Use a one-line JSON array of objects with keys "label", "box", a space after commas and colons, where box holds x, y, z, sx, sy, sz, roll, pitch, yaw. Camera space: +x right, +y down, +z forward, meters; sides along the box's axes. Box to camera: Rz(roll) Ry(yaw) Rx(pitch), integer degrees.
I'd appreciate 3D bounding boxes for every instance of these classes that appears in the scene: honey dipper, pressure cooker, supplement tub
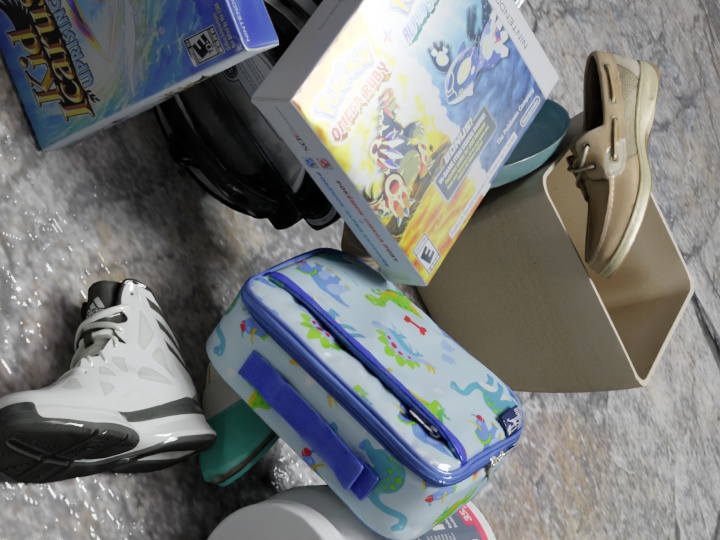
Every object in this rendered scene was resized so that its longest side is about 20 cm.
[{"label": "honey dipper", "box": [0.000, 0.000, 1.193, 0.200, 0.038, 0.038, 102, -20, -71]}, {"label": "pressure cooker", "box": [-0.055, -0.134, 1.124, 0.200, 0.175, 0.180, -36, 141, -37]}, {"label": "supplement tub", "box": [-0.004, 0.214, 1.056, 0.199, 0.139, 0.142, 7, 67, -56]}]

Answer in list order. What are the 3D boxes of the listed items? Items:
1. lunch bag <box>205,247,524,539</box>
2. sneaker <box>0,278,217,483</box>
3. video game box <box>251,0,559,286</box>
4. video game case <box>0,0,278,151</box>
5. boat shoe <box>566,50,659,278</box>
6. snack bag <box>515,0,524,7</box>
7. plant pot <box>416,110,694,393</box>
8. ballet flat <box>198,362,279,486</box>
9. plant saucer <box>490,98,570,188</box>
[{"label": "lunch bag", "box": [0.004, 0.078, 1.038, 0.200, 0.083, 0.160, 44, 28, 17]}, {"label": "sneaker", "box": [-0.172, 0.063, 0.962, 0.200, 0.075, 0.116, 13, 53, -63]}, {"label": "video game box", "box": [0.038, -0.124, 1.059, 0.182, 0.047, 0.201, 50, 62, -34]}, {"label": "video game case", "box": [-0.167, -0.201, 0.995, 0.045, 0.180, 0.202, -27, 95, -57]}, {"label": "boat shoe", "box": [0.200, -0.089, 1.294, 0.064, 0.071, 0.202, 16, 62, -10]}, {"label": "snack bag", "box": [0.104, -0.234, 1.371, 0.021, 0.200, 0.189, 38, 75, -15]}, {"label": "plant pot", "box": [0.161, -0.003, 1.403, 0.201, 0.176, 0.200, 61, 34, -12]}, {"label": "ballet flat", "box": [-0.074, 0.080, 1.100, 0.071, 0.067, 0.200, 58, 27, -7]}, {"label": "plant saucer", "box": [0.080, -0.107, 1.334, 0.200, 0.198, 0.028, -50, 138, -55]}]
